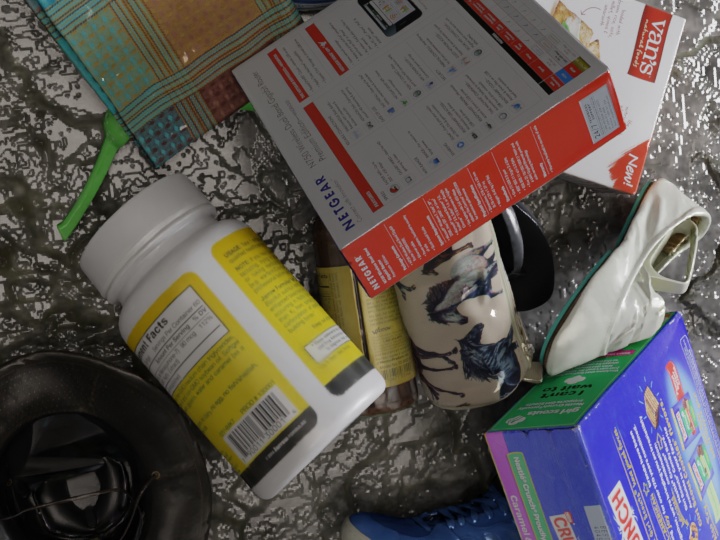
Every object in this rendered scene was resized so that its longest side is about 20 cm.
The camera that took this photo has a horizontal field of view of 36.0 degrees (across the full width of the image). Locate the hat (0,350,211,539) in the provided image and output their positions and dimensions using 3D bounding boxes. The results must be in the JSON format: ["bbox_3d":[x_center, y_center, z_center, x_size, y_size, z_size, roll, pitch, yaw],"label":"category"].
[{"bbox_3d":[-0.194,0.142,0.758,0.197,0.081,0.204,-2,105,-8],"label":"hat"}]

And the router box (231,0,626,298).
[{"bbox_3d":[0.033,-0.107,0.680,0.178,0.201,0.049,-33,136,1],"label":"router box"}]

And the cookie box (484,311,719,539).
[{"bbox_3d":[0.186,0.145,0.781,0.199,0.074,0.173,-30,103,-51],"label":"cookie box"}]

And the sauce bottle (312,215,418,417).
[{"bbox_3d":[0.000,0.000,0.793,0.064,0.065,0.203,-8,97,-11],"label":"sauce bottle"}]

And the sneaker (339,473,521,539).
[{"bbox_3d":[0.087,0.181,0.817,0.197,0.077,0.113,20,96,-17],"label":"sneaker"}]

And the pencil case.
[{"bbox_3d":[0.063,-0.005,0.746,0.088,0.078,0.202,-11,119,10],"label":"pencil case"}]

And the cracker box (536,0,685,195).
[{"bbox_3d":[0.124,-0.147,0.811,0.197,0.058,0.136,15,92,-13],"label":"cracker box"}]

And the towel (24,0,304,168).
[{"bbox_3d":[-0.128,-0.178,0.700,0.146,0.022,0.201,-35,126,-2],"label":"towel"}]

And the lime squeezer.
[{"bbox_3d":[-0.132,-0.096,0.773,0.198,0.038,0.071,-27,99,-9],"label":"lime squeezer"}]

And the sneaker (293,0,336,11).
[{"bbox_3d":[-0.079,-0.230,0.746,0.197,0.089,0.080,13,93,-12],"label":"sneaker"}]

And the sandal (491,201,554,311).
[{"bbox_3d":[0.078,-0.041,0.787,0.075,0.043,0.201,-25,121,15],"label":"sandal"}]

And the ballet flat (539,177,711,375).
[{"bbox_3d":[0.199,0.007,0.793,0.070,0.069,0.200,49,55,-11],"label":"ballet flat"}]

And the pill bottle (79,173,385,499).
[{"bbox_3d":[-0.087,0.040,0.736,0.114,0.114,0.200,-41,84,-6],"label":"pill bottle"}]
